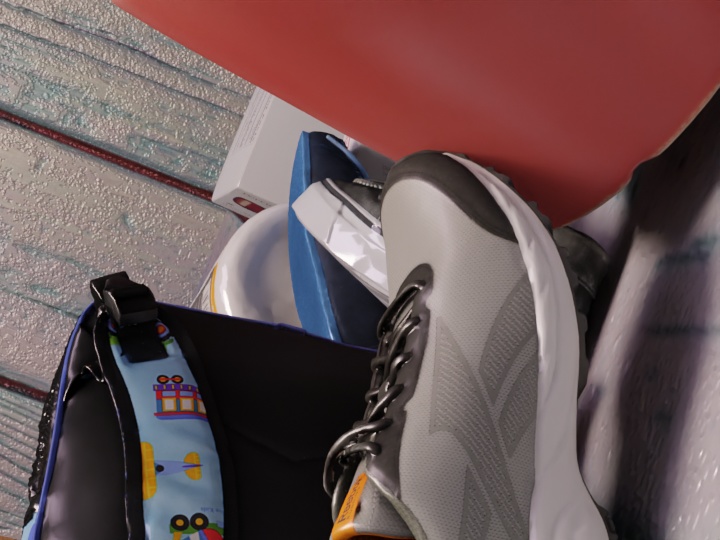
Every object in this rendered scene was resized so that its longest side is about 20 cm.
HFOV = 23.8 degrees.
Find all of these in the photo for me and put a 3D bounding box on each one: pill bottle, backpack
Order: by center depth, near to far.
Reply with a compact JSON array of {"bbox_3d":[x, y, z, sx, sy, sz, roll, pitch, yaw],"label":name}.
[{"bbox_3d":[-0.033,0.123,0.584,0.135,0.181,0.201,110,168,-46],"label":"backpack"},{"bbox_3d":[-0.053,0.044,1.064,0.200,0.116,0.117,129,161,-64],"label":"pill bottle"}]

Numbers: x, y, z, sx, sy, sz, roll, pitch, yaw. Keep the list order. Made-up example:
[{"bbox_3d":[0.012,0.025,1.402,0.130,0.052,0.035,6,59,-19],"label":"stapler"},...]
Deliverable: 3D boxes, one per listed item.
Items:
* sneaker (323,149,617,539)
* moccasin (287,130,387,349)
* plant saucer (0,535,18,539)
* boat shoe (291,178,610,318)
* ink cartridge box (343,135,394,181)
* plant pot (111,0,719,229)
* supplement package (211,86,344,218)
[{"bbox_3d":[0.026,0.048,0.526,0.074,0.079,0.202,123,145,-53],"label":"sneaker"},{"bbox_3d":[0.000,0.000,0.922,0.201,0.068,0.081,-101,15,-45],"label":"moccasin"},{"bbox_3d":[-0.196,0.226,0.808,0.037,0.200,0.202,-6,59,49],"label":"plant saucer"},{"bbox_3d":[0.040,-0.009,0.716,0.071,0.072,0.200,-51,34,-4],"label":"boat shoe"},{"bbox_3d":[0.040,-0.108,1.005,0.200,0.066,0.116,120,166,-45],"label":"ink cartridge box"},{"bbox_3d":[0.037,-0.121,0.600,0.201,0.177,0.201,-49,13,16],"label":"plant pot"},{"bbox_3d":[-0.031,-0.083,1.226,0.200,0.113,0.110,176,116,-81],"label":"supplement package"}]
